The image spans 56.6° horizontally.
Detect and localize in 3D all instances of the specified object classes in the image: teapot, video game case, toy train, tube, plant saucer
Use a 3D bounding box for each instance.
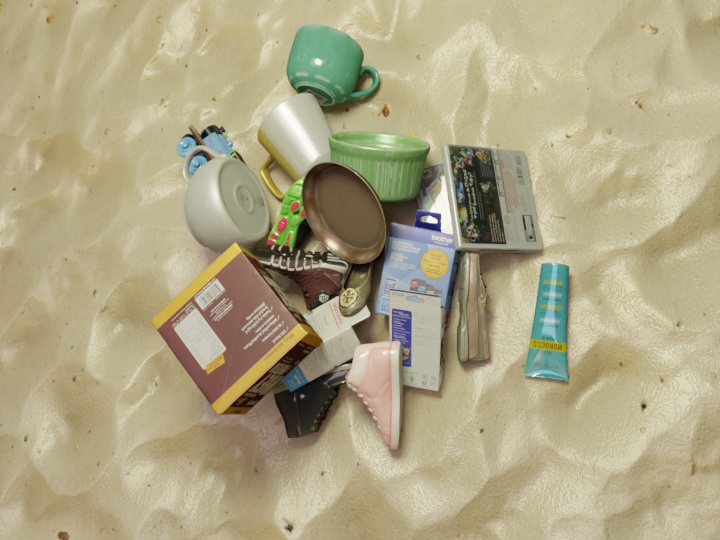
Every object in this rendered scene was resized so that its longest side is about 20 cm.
[{"bbox_3d":[-0.283,-0.120,1.320,0.143,0.199,0.203,-19,37,25],"label":"teapot"},{"bbox_3d":[0.243,-0.133,1.244,0.177,0.023,0.206,1,72,-21],"label":"video game case"},{"bbox_3d":[-0.314,-0.233,1.448,0.113,0.087,0.202,-33,69,-4],"label":"toy train"},{"bbox_3d":[0.204,-0.124,1.305,0.178,0.023,0.205,-16,73,11],"label":"video game case"},{"bbox_3d":[0.342,0.091,1.206,0.075,0.050,0.206,4,83,24],"label":"tube"},{"bbox_3d":[-0.026,-0.109,1.228,0.198,0.203,0.032,32,47,21],"label":"plant saucer"}]

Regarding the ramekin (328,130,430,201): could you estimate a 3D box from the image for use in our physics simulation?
[{"bbox_3d":[0.032,-0.200,1.280,0.195,0.200,0.100,11,111,17],"label":"ramekin"}]

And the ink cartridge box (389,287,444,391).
[{"bbox_3d":[0.101,0.118,1.206,0.097,0.039,0.205,9,120,18],"label":"ink cartridge box"}]

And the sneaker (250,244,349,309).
[{"bbox_3d":[-0.122,0.021,1.308,0.194,0.076,0.118,8,116,2],"label":"sneaker"}]

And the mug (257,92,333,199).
[{"bbox_3d":[-0.116,-0.243,1.384,0.148,0.187,0.155,-30,77,-28],"label":"mug"}]

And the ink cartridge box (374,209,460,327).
[{"bbox_3d":[0.113,-0.007,1.256,0.133,0.076,0.206,10,88,15],"label":"ink cartridge box"}]

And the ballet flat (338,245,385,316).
[{"bbox_3d":[0.000,0.000,1.272,0.066,0.047,0.203,-2,46,29],"label":"ballet flat"}]

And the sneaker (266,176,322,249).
[{"bbox_3d":[-0.124,-0.113,1.342,0.076,0.084,0.202,36,111,1],"label":"sneaker"}]

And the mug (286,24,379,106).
[{"bbox_3d":[-0.064,-0.410,1.381,0.180,0.152,0.117,14,79,19],"label":"mug"}]

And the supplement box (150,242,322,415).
[{"bbox_3d":[-0.206,0.104,1.148,0.197,0.133,0.201,-41,76,-1],"label":"supplement box"}]

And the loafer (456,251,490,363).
[{"bbox_3d":[0.210,0.068,1.220,0.061,0.072,0.206,1,100,-1],"label":"loafer"}]

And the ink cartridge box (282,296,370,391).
[{"bbox_3d":[-0.068,0.127,1.260,0.196,0.068,0.116,-28,30,-1],"label":"ink cartridge box"}]

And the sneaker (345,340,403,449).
[{"bbox_3d":[0.026,0.224,1.213,0.101,0.075,0.206,0,106,8],"label":"sneaker"}]

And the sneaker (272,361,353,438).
[{"bbox_3d":[-0.063,0.243,1.274,0.195,0.075,0.109,-20,83,12],"label":"sneaker"}]
